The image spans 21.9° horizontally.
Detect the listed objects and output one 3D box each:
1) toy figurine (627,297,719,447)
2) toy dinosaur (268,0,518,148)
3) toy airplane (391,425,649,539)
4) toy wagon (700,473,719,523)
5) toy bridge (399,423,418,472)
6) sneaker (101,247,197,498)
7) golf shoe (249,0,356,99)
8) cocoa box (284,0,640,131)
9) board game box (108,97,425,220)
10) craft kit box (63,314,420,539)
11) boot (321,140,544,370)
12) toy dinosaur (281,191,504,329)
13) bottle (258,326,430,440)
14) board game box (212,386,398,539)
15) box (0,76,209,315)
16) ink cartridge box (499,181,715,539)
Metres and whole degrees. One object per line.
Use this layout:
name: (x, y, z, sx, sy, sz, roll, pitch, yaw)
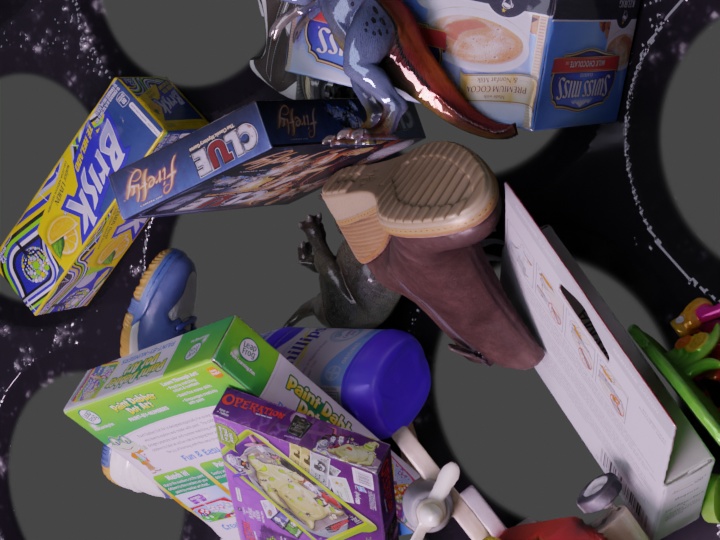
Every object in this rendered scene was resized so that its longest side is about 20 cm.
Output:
toy figurine: (0.282, 0.039, 1.150, 0.184, 0.200, 0.150, -39, 117, 4)
toy dinosaur: (-0.002, -0.171, 1.194, 0.199, 0.105, 0.182, 0, 90, 0)
toy airplane: (0.100, 0.209, 1.225, 0.200, 0.141, 0.199, 32, 153, 32)
toy wagon: (0.297, 0.208, 1.195, 0.155, 0.040, 0.201, 1, 95, 33)
toy bridge: (0.011, 0.148, 1.377, 0.067, 0.027, 0.201, 14, 101, 31)
sneaker: (-0.139, 0.083, 1.450, 0.088, 0.075, 0.201, 17, 110, 19)
golf shoe: (-0.035, -0.220, 1.347, 0.094, 0.078, 0.201, 19, 103, 30)
cocoa box: (0.071, -0.178, 1.249, 0.200, 0.133, 0.132, 17, 105, 30)
board game box: (-0.061, -0.080, 1.302, 0.135, 0.200, 0.035, -23, 83, 32)
craft kit box: (-0.082, 0.126, 1.317, 0.197, 0.049, 0.200, 40, 145, -24)
boot: (0.071, -0.002, 1.195, 0.166, 0.072, 0.200, 47, 164, -21)
toy dinosaur: (0.000, 0.000, 1.344, 0.200, 0.077, 0.102, -41, 66, 25)
bottle: (-0.049, 0.079, 1.346, 0.200, 0.084, 0.065, 1, 123, 37)
board game box: (-0.032, 0.161, 1.266, 0.120, 0.032, 0.200, 15, 145, 14)
box: (-0.205, -0.059, 1.470, 0.064, 0.070, 0.200, 46, 116, 18)
ink cartridge box: (0.155, 0.052, 1.185, 0.043, 0.174, 0.200, -25, 62, -13)
